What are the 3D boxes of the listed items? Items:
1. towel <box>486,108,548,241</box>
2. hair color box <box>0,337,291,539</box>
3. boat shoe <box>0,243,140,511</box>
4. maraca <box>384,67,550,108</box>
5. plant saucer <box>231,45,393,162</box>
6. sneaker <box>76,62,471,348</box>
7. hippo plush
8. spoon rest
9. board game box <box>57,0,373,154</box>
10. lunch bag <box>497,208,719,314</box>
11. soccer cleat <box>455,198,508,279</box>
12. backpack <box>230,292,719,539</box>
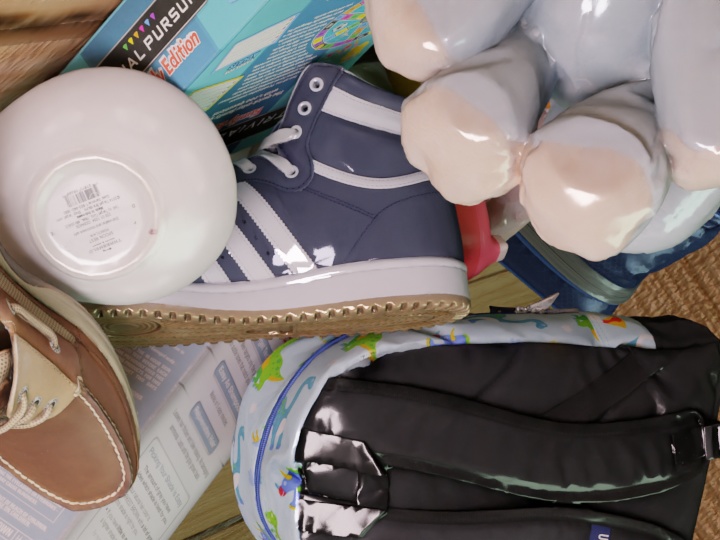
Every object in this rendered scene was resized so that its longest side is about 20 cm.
[{"bbox_3d":[0.096,-0.108,1.423,0.200,0.032,0.192,-44,-153,52],"label":"towel"},{"bbox_3d":[-0.100,0.066,1.312,0.200,0.060,0.099,-52,158,-16],"label":"hair color box"},{"bbox_3d":[-0.148,0.033,1.111,0.075,0.200,0.072,-26,-141,16],"label":"boat shoe"},{"bbox_3d":[0.055,-0.111,1.307,0.200,0.107,0.137,-48,-175,27],"label":"maraca"},{"bbox_3d":[-0.047,-0.042,1.420,0.200,0.050,0.200,-34,153,-20],"label":"plant saucer"},{"bbox_3d":[-0.056,-0.028,1.234,0.199,0.109,0.070,-2,168,-7],"label":"sneaker"},{"bbox_3d":[0.084,-0.086,1.169,0.158,0.201,0.161,-8,165,1],"label":"hippo plush"},{"bbox_3d":[-0.145,-0.018,1.163,0.199,0.100,0.061,-17,-160,7],"label":"spoon rest"},{"bbox_3d":[-0.038,-0.108,1.202,0.151,0.047,0.200,-25,167,-47],"label":"board game box"},{"bbox_3d":[0.129,-0.072,1.645,0.132,0.136,0.200,-40,-165,30],"label":"lunch bag"},{"bbox_3d":[0.000,0.000,1.383,0.076,0.067,0.200,-6,168,-24],"label":"soccer cleat"},{"bbox_3d":[0.042,0.088,1.306,0.199,0.164,0.154,-2,-165,-36],"label":"backpack"}]
